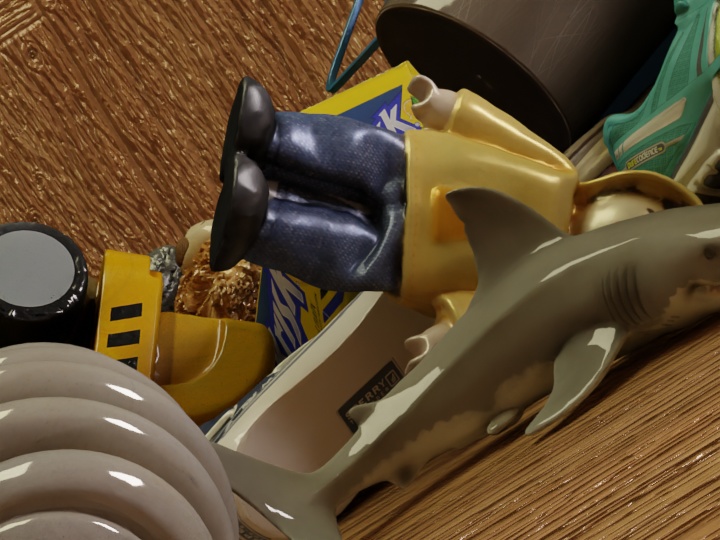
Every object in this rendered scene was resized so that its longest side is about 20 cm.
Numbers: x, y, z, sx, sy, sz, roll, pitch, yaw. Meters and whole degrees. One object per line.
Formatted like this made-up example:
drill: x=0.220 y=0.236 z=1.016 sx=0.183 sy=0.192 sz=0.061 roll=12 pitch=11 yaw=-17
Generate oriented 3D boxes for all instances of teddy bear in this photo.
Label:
teddy bear: x=-0.022 y=-0.026 z=1.178 sx=0.200 sy=0.067 sz=0.145 roll=-37 pitch=1 yaw=-15

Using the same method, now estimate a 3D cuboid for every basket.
basket: x=0.107 y=-0.162 z=1.119 sx=0.200 sy=0.136 sz=0.180 roll=-53 pitch=21 yaw=-17

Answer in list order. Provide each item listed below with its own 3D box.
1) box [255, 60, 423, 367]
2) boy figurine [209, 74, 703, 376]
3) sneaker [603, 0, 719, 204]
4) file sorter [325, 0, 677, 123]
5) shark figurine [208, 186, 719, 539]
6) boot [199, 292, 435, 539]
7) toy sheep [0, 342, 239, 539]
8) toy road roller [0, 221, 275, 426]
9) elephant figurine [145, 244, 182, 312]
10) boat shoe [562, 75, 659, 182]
box: x=0.000 y=0.000 z=1.037 sx=0.070 sy=0.064 sz=0.200 roll=-27 pitch=-26 yaw=-21
boy figurine: x=0.041 y=-0.014 z=0.906 sx=0.064 sy=0.199 sz=0.125 roll=118 pitch=162 yaw=-64
sneaker: x=0.160 y=-0.102 z=0.927 sx=0.077 sy=0.080 sz=0.200 roll=-1 pitch=-46 yaw=-46
file sorter: x=0.098 y=-0.125 z=1.254 sx=0.123 sy=0.199 sz=0.139 roll=-39 pitch=29 yaw=62
shark figurine: x=0.039 y=0.020 z=0.831 sx=0.214 sy=0.090 sz=0.128 roll=-31 pitch=1 yaw=0
boot: x=-0.003 y=0.046 z=0.974 sx=0.200 sy=0.073 sz=0.090 roll=-35 pitch=9 yaw=-31
toy sheep: x=-0.100 y=0.092 z=0.719 sx=0.137 sy=0.138 sz=0.200 roll=-32 pitch=26 yaw=-1
toy road roller: x=-0.116 y=0.083 z=1.047 sx=0.123 sy=0.145 sz=0.201 roll=107 pitch=168 yaw=-51
elephant figurine: x=-0.139 y=0.082 z=1.209 sx=0.200 sy=0.155 sz=0.142 roll=-41 pitch=-19 yaw=-6
boat shoe: x=0.147 y=-0.053 z=1.083 sx=0.200 sy=0.068 sz=0.072 roll=-39 pitch=-5 yaw=-37
